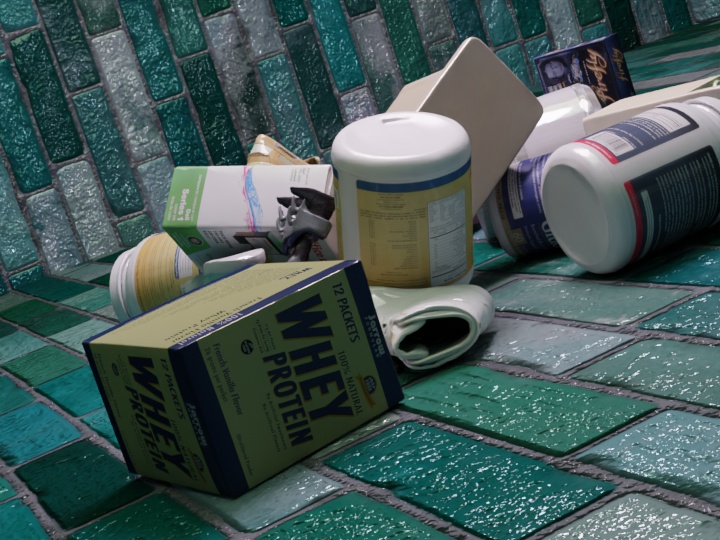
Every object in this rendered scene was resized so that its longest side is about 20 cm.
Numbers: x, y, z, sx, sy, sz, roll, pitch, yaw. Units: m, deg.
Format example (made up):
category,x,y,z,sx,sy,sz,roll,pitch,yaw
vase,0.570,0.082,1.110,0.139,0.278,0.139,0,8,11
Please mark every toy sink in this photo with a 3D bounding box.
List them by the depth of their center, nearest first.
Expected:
category,x,y,z,sx,sy,sz,roll,pitch,yaw
toy sink,0.095,-0.149,1.587,0.201,0.130,0.112,-55,19,-20
toy sink,0.390,-0.153,1.638,0.199,0.132,0.112,-11,12,45

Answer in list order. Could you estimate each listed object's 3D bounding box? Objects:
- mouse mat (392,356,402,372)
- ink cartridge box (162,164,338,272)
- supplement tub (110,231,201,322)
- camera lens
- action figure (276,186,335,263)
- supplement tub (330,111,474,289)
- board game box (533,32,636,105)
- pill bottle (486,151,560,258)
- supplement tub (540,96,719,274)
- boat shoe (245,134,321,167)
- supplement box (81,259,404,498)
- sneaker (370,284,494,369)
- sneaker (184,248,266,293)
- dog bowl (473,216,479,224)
category,x,y,z,sx,sy,sz,roll,pitch,yaw
mouse mat,-0.039,0.105,1.405,0.159,0.008,0.200,-19,9,0
ink cartridge box,-0.109,-0.053,1.594,0.197,0.085,0.145,1,-25,19
supplement tub,-0.217,0.014,1.799,0.198,0.146,0.144,-12,11,33
camera lens,0.237,-0.144,1.788,0.198,0.162,0.160,-18,9,2
action figure,-0.074,0.018,1.441,0.068,0.203,0.130,10,-13,-2
supplement tub,0.046,-0.048,1.416,0.143,0.202,0.145,-3,28,2
board game box,0.326,-0.215,1.892,0.034,0.202,0.135,-26,12,-36
pill bottle,0.257,-0.090,1.598,0.198,0.112,0.111,-15,10,24
supplement tub,0.303,-0.093,1.436,0.198,0.142,0.140,-23,10,-23
boat shoe,-0.059,-0.104,1.668,0.071,0.077,0.199,-8,-28,37
supplement box,-0.106,0.089,1.223,0.199,0.136,0.199,-26,14,-33
sneaker,0.026,0.056,1.317,0.197,0.075,0.116,-12,7,14
sneaker,-0.141,0.048,1.561,0.073,0.120,0.200,-13,-9,-23
dog bowl,0.084,-0.086,1.959,0.198,0.075,0.200,-14,2,0
